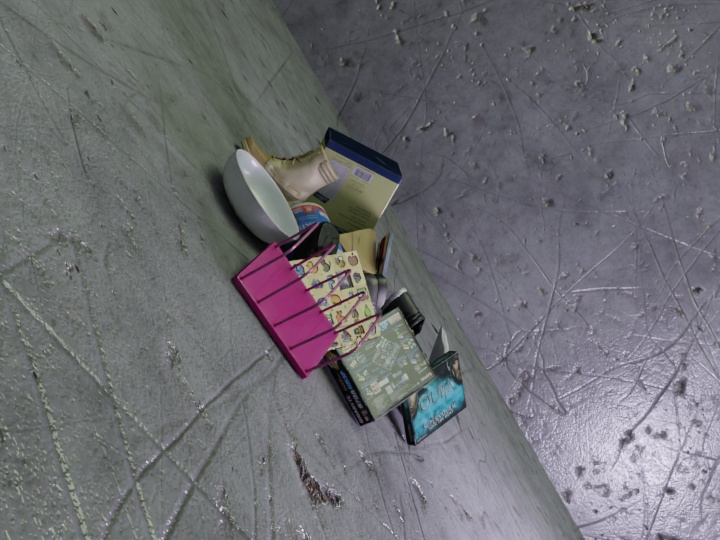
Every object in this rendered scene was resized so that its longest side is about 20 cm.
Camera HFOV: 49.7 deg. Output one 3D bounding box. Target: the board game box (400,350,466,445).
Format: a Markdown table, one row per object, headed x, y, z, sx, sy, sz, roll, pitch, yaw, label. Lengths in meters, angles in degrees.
| x | y | z | sx | sy | sz | roll | pitch | yaw | label |
| --- | --- | --- | --- | --- | --- | --- | --- | --- | --- |
| 0.156 | 0.270 | 1.668 | 0.200 | 0.028 | 0.136 | -25 | 110 | -47 | board game box |

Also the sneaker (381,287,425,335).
| x | y | z | sx | sy | sz | roll | pitch | yaw | label |
| --- | --- | --- | --- | --- | --- | --- | --- | --- | --- |
| 0.081 | 0.128 | 1.791 | 0.099 | 0.071 | 0.200 | 53 | -34 | 14 | sneaker |

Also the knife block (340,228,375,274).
| x | y | z | sx | sy | sz | roll | pitch | yaw | label |
| --- | --- | --- | --- | --- | --- | --- | --- | --- | --- |
| 0.000 | 0.000 | 1.757 | 0.200 | 0.064 | 0.176 | -16 | 67 | -53 | knife block |

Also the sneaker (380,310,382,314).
| x | y | z | sx | sy | sz | roll | pitch | yaw | label |
| --- | --- | --- | --- | --- | --- | --- | --- | --- | --- |
| 0.044 | 0.168 | 1.712 | 0.201 | 0.080 | 0.070 | 64 | 10 | 21 | sneaker |

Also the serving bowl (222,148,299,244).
| x | y | z | sx | sy | sz | roll | pitch | yaw | label |
| --- | --- | --- | --- | --- | --- | --- | --- | --- | --- |
| -0.197 | -0.126 | 1.460 | 0.200 | 0.066 | 0.200 | 56 | 10 | -16 | serving bowl |

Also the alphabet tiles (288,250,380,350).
| x | y | z | sx | sy | sz | roll | pitch | yaw | label |
| --- | --- | --- | --- | --- | --- | --- | --- | --- | --- |
| -0.057 | 0.056 | 1.391 | 0.200 | 0.008 | 0.168 | -11 | 82 | -42 | alphabet tiles |

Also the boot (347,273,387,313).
| x | y | z | sx | sy | sz | roll | pitch | yaw | label |
| --- | --- | --- | --- | --- | --- | --- | --- | --- | --- |
| -0.017 | 0.101 | 1.623 | 0.131 | 0.070 | 0.201 | -1 | 94 | -38 | boot |

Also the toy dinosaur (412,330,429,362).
| x | y | z | sx | sy | sz | roll | pitch | yaw | label |
| --- | --- | --- | --- | --- | --- | --- | --- | --- | --- |
| 0.120 | 0.232 | 1.726 | 0.102 | 0.201 | 0.136 | 17 | 15 | -6 | toy dinosaur |

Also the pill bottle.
| x | y | z | sx | sy | sz | roll | pitch | yaw | label |
| --- | --- | --- | --- | --- | --- | --- | --- | --- | --- |
| -0.091 | -0.031 | 1.550 | 0.112 | 0.112 | 0.200 | 45 | 16 | -52 | pill bottle |

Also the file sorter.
| x | y | z | sx | sy | sz | roll | pitch | yaw | label |
| --- | --- | --- | --- | --- | --- | --- | --- | --- | --- |
| -0.078 | 0.042 | 1.264 | 0.200 | 0.125 | 0.139 | 56 | 32 | -11 | file sorter |

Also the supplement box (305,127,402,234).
| x | y | z | sx | sy | sz | roll | pitch | yaw | label |
| --- | --- | --- | --- | --- | --- | --- | --- | --- | --- |
| -0.035 | -0.201 | 1.879 | 0.200 | 0.200 | 0.134 | 26 | 20 | -12 | supplement box |

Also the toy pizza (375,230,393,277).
| x | y | z | sx | sy | sz | roll | pitch | yaw | label |
| --- | --- | --- | --- | --- | --- | --- | --- | --- | --- |
| 0.045 | 0.003 | 1.826 | 0.200 | 0.032 | 0.201 | 11 | 90 | -88 | toy pizza |

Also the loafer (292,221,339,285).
| x | y | z | sx | sy | sz | roll | pitch | yaw | label |
| --- | --- | --- | --- | --- | --- | --- | --- | --- | --- |
| -0.099 | 0.003 | 1.433 | 0.073 | 0.072 | 0.200 | 46 | 50 | -35 | loafer |

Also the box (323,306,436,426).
| x | y | z | sx | sy | sz | roll | pitch | yaw | label |
| --- | --- | --- | --- | --- | --- | --- | --- | --- | --- |
| 0.038 | 0.176 | 1.458 | 0.200 | 0.046 | 0.159 | -26 | 86 | -45 | box |

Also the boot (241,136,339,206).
| x | y | z | sx | sy | sz | roll | pitch | yaw | label |
| --- | --- | --- | --- | --- | --- | --- | --- | --- | --- |
| -0.156 | -0.245 | 1.736 | 0.200 | 0.155 | 0.073 | 54 | 11 | -24 | boot |

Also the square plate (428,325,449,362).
| x | y | z | sx | sy | sz | roll | pitch | yaw | label |
| --- | --- | --- | --- | --- | --- | --- | --- | --- | --- |
| 0.175 | 0.251 | 1.842 | 0.028 | 0.201 | 0.198 | 17 | 14 | 0 | square plate |
